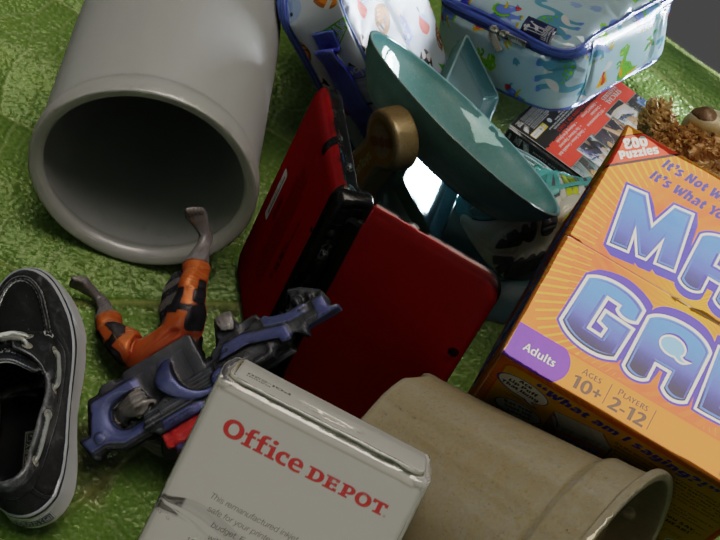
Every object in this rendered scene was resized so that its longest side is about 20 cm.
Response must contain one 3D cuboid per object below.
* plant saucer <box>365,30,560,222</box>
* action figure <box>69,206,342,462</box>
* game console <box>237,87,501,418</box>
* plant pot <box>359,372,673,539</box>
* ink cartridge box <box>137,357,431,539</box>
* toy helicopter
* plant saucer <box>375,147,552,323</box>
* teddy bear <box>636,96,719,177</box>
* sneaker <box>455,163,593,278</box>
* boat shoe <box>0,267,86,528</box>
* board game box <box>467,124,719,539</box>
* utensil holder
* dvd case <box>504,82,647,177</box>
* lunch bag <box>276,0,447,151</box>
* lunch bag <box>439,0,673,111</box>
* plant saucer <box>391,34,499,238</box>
[{"bbox_3d":[0.069,-0.101,1.441,0.200,0.036,0.200,42,14,-13],"label":"plant saucer"},{"bbox_3d":[-0.103,0.056,1.325,0.199,0.105,0.194,-23,64,6],"label":"action figure"},{"bbox_3d":[0.000,0.000,1.359,0.118,0.200,0.173,9,46,-21],"label":"game console"},{"bbox_3d":[0.079,0.171,1.271,0.183,0.201,0.200,33,44,23],"label":"plant pot"},{"bbox_3d":[-0.062,0.175,1.176,0.145,0.201,0.085,27,8,0],"label":"ink cartridge box"},{"bbox_3d":[-0.008,-0.072,1.418,0.078,0.200,0.133,-10,71,-28],"label":"toy helicopter"},{"bbox_3d":[0.110,-0.043,1.569,0.199,0.027,0.201,12,47,-13],"label":"plant saucer"},{"bbox_3d":[0.280,-0.085,1.445,0.199,0.067,0.145,18,26,-42],"label":"teddy bear"},{"bbox_3d":[0.166,-0.060,1.542,0.199,0.078,0.080,-14,49,-33],"label":"sneaker"},{"bbox_3d":[-0.230,0.071,1.272,0.071,0.068,0.201,-13,53,11],"label":"boat shoe"},{"bbox_3d":[0.208,0.061,1.360,0.199,0.200,0.201,30,68,3],"label":"board game box"},{"bbox_3d":[-0.149,-0.133,1.436,0.169,0.170,0.201,17,43,-10],"label":"utensil holder"},{"bbox_3d":[0.240,-0.098,1.680,0.199,0.022,0.146,36,46,10],"label":"dvd case"},{"bbox_3d":[0.002,-0.190,1.543,0.075,0.201,0.161,-9,40,27],"label":"lunch bag"},{"bbox_3d":[0.172,-0.226,1.703,0.160,0.083,0.199,31,42,30],"label":"lunch bag"},{"bbox_3d":[0.070,-0.108,1.553,0.070,0.019,0.201,59,35,-30],"label":"plant saucer"}]
